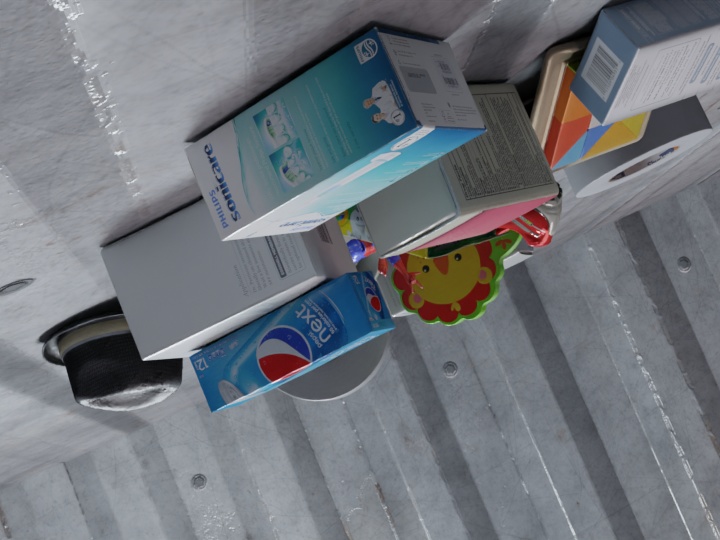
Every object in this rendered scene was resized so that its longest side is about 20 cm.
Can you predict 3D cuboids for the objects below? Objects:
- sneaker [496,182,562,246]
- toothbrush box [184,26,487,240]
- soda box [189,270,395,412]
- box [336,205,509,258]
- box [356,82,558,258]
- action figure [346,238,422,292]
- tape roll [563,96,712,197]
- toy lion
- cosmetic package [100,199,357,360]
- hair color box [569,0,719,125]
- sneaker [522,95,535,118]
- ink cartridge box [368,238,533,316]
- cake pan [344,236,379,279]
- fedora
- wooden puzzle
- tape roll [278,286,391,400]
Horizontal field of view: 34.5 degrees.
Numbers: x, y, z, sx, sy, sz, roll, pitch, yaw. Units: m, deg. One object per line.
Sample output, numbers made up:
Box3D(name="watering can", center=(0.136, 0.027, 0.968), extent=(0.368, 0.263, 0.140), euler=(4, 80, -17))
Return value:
Box3D(name="sneaker", center=(0.142, -0.079, 1.343), extent=(0.076, 0.086, 0.198), euler=(-17, -148, -42))
Box3D(name="toothbrush box", center=(-0.018, -0.106, 0.942), extent=(0.198, 0.086, 0.146), euler=(-29, 172, 27))
Box3D(name="soda box", center=(-0.069, 0.072, 1.160), extent=(0.198, 0.065, 0.068), euler=(-28, 171, 21))
Box3D(name="box", center=(0.062, -0.060, 1.302), extent=(0.116, 0.049, 0.198), euler=(-18, -155, -39))
Box3D(name="box", center=(0.088, -0.102, 1.143), extent=(0.108, 0.130, 0.199), euler=(-28, 171, 38))
Box3D(name="action figure", center=(0.000, 0.000, 1.406), extent=(0.198, 0.100, 0.065), euler=(-30, 160, -13))
Box3D(name="tape roll", center=(0.365, -0.171, 1.548), extent=(0.197, 0.067, 0.200), euler=(-24, 173, -3))
Box3D(name="toy lion", center=(0.123, -0.037, 1.458), extent=(0.198, 0.194, 0.069), euler=(-26, 172, 17))
Box3D(name="cosmetic package", center=(-0.126, -0.002, 1.194), extent=(0.197, 0.125, 0.199), euler=(-24, 173, 11))
Box3D(name="hair color box", center=(0.311, -0.222, 1.149), extent=(0.197, 0.061, 0.100), euler=(-20, 148, -28))
Box3D(name="sneaker", center=(0.164, -0.145, 1.317), extent=(0.199, 0.068, 0.108), euler=(-26, 169, -7))
Box3D(name="ink cartridge box", center=(0.110, -0.046, 1.545), extent=(0.198, 0.147, 0.083), euler=(-27, 170, 20))
Box3D(name="cake pan", center=(-0.060, 0.006, 1.481), extent=(0.198, 0.037, 0.202), euler=(-26, 145, -19))
Box3D(name="fedora", center=(-0.294, 0.120, 1.450), extent=(0.197, 0.093, 0.201), euler=(-12, 159, -5))
Box3D(name="wooden puzzle", center=(0.257, -0.179, 1.234), extent=(0.183, 0.037, 0.202), euler=(-21, 147, -25))
Box3D(name="tape roll", center=(-0.056, 0.077, 1.602), extent=(0.197, 0.203, 0.066), euler=(-24, 172, 1))
